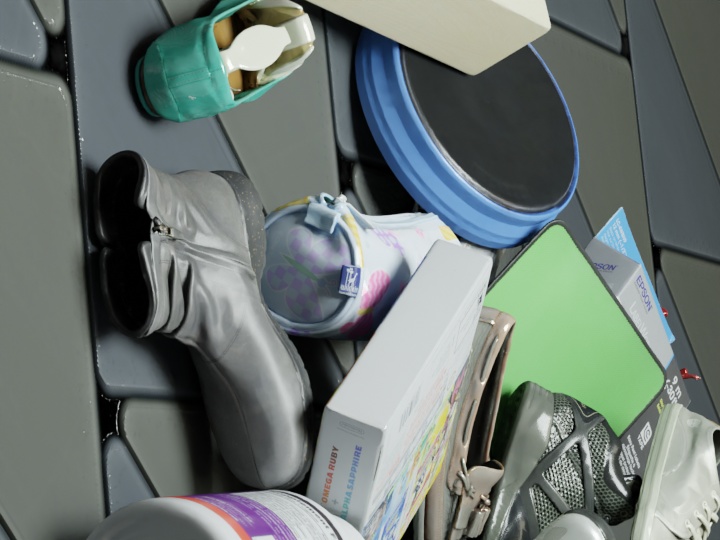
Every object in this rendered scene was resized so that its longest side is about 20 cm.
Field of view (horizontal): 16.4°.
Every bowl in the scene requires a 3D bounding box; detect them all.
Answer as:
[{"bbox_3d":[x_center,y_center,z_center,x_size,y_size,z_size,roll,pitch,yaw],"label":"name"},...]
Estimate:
[{"bbox_3d":[0.082,-0.114,1.803,0.200,0.039,0.201,28,47,-34],"label":"bowl"}]

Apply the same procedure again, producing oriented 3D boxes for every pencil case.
[{"bbox_3d":[0.000,0.000,1.620,0.200,0.083,0.091,8,90,-66],"label":"pencil case"}]

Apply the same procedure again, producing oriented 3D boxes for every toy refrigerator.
[{"bbox_3d":[0.036,-0.206,1.709,0.200,0.076,0.070,18,52,-46],"label":"toy refrigerator"}]

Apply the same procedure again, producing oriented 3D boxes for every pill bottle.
[{"bbox_3d":[-0.066,0.177,1.375,0.200,0.111,0.112,8,75,-66],"label":"pill bottle"}]

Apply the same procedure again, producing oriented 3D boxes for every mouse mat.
[{"bbox_3d":[0.135,0.077,1.821,0.161,0.008,0.200,-46,127,-11],"label":"mouse mat"}]

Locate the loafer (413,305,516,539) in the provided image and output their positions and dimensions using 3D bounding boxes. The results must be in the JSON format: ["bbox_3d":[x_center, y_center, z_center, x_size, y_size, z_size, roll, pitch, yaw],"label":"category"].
[{"bbox_3d":[0.073,0.122,1.724,0.072,0.063,0.201,-28,120,-74],"label":"loafer"}]

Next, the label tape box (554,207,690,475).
[{"bbox_3d":[0.199,0.068,1.947,0.200,0.066,0.144,-49,130,-33],"label":"label tape box"}]

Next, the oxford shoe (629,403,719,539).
[{"bbox_3d":[0.224,0.176,1.769,0.075,0.057,0.200,91,15,-46],"label":"oxford shoe"}]

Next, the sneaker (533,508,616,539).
[{"bbox_3d":[0.098,0.252,1.676,0.115,0.076,0.201,6,115,-61],"label":"sneaker"}]

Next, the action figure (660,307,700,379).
[{"bbox_3d":[0.225,0.064,2.082,0.200,0.098,0.066,2,83,-76],"label":"action figure"}]

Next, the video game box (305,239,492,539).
[{"bbox_3d":[0.017,0.106,1.556,0.200,0.047,0.183,-54,159,-52],"label":"video game box"}]

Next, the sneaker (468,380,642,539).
[{"bbox_3d":[0.135,0.190,1.777,0.076,0.114,0.200,143,-34,-80],"label":"sneaker"}]

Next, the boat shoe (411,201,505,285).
[{"bbox_3d":[0.067,-0.041,1.817,0.069,0.072,0.201,61,40,-43],"label":"boat shoe"}]

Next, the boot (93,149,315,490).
[{"bbox_3d":[-0.098,0.034,1.426,0.132,0.070,0.201,0,71,-63],"label":"boot"}]

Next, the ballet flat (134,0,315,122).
[{"bbox_3d":[-0.067,-0.135,1.531,0.200,0.070,0.068,-41,119,-63],"label":"ballet flat"}]
